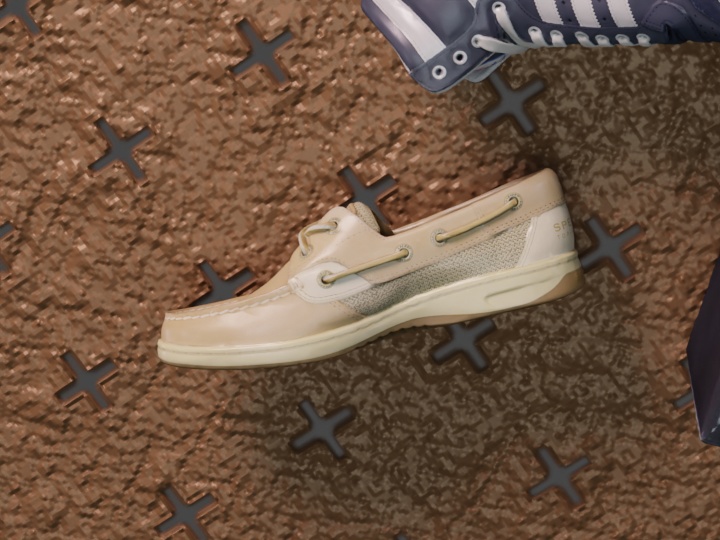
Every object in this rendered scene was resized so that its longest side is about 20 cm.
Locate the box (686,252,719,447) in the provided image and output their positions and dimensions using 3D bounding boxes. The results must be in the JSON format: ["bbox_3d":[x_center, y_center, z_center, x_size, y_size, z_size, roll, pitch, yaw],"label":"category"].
[{"bbox_3d":[0.267,-0.005,0.974,0.196,0.117,0.200,16,108,0],"label":"box"}]

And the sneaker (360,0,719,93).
[{"bbox_3d":[0.092,-0.111,0.967,0.200,0.070,0.109,28,107,17],"label":"sneaker"}]

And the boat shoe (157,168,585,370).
[{"bbox_3d":[0.000,0.000,1.026,0.199,0.072,0.065,-13,96,6],"label":"boat shoe"}]
